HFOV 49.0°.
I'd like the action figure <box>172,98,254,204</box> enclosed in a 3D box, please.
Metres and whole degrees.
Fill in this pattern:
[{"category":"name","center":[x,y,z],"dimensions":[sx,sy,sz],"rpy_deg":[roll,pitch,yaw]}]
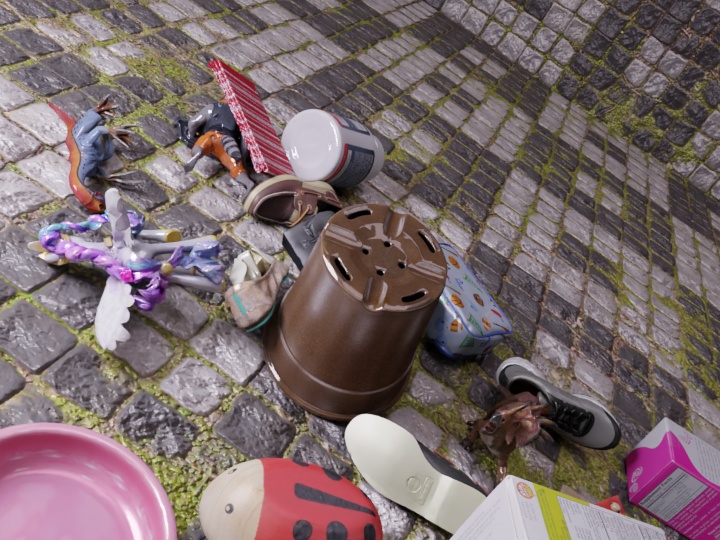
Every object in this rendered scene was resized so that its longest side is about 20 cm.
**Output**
[{"category":"action figure","center":[-0.192,-0.199,1.248],"dimensions":[0.198,0.105,0.195],"rpy_deg":[17,43,-25]}]

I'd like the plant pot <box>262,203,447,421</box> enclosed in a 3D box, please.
[{"category":"plant pot","center":[-0.001,0.041,0.933],"dimensions":[0.198,0.199,0.202],"rpy_deg":[10,50,-12]}]

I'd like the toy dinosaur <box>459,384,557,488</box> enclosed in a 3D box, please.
[{"category":"toy dinosaur","center":[0.201,0.194,1.022],"dimensions":[0.085,0.136,0.200],"rpy_deg":[36,29,6]}]

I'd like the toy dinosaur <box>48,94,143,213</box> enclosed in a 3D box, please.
[{"category":"toy dinosaur","center":[-0.366,-0.148,1.068],"dimensions":[0.197,0.106,0.182],"rpy_deg":[1,40,18]}]

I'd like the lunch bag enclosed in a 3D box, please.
[{"category":"lunch bag","center":[0.143,0.049,1.224],"dimensions":[0.159,0.076,0.201],"rpy_deg":[0,51,-52]}]

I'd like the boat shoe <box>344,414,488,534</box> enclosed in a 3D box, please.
[{"category":"boat shoe","center":[0.067,0.239,0.908],"dimensions":[0.200,0.074,0.063],"rpy_deg":[32,-7,17]}]

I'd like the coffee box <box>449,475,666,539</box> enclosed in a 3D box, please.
[{"category":"coffee box","center":[0.177,0.349,0.711],"dimensions":[0.196,0.201,0.201],"rpy_deg":[22,31,-20]}]

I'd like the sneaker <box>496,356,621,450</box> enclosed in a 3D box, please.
[{"category":"sneaker","center":[0.283,0.204,1.142],"dimensions":[0.199,0.075,0.079],"rpy_deg":[30,16,6]}]

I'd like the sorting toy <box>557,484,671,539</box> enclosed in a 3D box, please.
[{"category":"sorting toy","center":[0.321,0.367,0.955],"dimensions":[0.199,0.070,0.199],"rpy_deg":[37,30,6]}]

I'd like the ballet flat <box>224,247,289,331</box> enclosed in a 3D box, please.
[{"category":"ballet flat","center":[-0.131,0.010,0.990],"dimensions":[0.068,0.068,0.200],"rpy_deg":[54,7,-13]}]

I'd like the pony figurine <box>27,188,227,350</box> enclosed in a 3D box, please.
[{"category":"pony figurine","center":[-0.255,-0.010,0.892],"dimensions":[0.198,0.169,0.192],"rpy_deg":[3,9,-36]}]

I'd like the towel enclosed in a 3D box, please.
[{"category":"towel","center":[-0.166,-0.228,1.241],"dimensions":[0.202,0.022,0.144],"rpy_deg":[65,14,10]}]

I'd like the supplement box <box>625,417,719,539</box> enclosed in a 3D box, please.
[{"category":"supplement box","center":[0.501,0.325,1.156],"dimensions":[0.199,0.104,0.101],"rpy_deg":[33,31,-3]}]

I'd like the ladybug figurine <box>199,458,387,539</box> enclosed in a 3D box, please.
[{"category":"ladybug figurine","center":[-0.056,0.241,0.770],"dimensions":[0.198,0.072,0.137],"rpy_deg":[20,32,-23]}]

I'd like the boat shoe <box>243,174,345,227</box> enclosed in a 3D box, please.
[{"category":"boat shoe","center":[-0.094,-0.098,1.228],"dimensions":[0.072,0.072,0.199],"rpy_deg":[46,26,24]}]

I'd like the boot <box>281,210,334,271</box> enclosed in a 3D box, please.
[{"category":"boot","center":[-0.001,0.000,1.133],"dimensions":[0.163,0.066,0.201],"rpy_deg":[-19,61,-34]}]

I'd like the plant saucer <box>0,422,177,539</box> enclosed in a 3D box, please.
[{"category":"plant saucer","center":[-0.250,0.217,0.639],"dimensions":[0.199,0.051,0.202],"rpy_deg":[25,32,-16]}]

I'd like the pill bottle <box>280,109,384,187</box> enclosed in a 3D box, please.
[{"category":"pill bottle","center":[-0.039,-0.205,1.370],"dimensions":[0.120,0.120,0.199],"rpy_deg":[45,19,19]}]
